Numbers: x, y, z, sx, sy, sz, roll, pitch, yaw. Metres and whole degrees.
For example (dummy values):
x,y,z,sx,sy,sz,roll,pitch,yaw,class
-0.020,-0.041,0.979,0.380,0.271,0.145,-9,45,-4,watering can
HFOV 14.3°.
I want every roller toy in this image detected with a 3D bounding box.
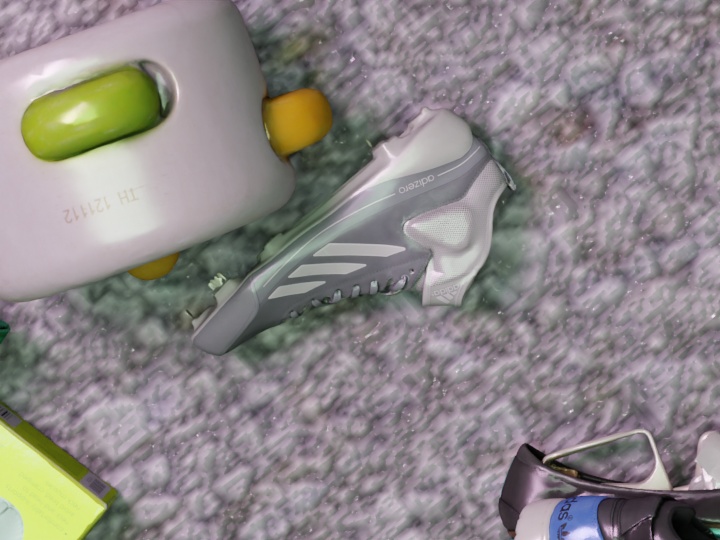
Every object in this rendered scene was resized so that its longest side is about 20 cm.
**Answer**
x,y,z,sx,sy,sz,roll,pitch,yaw,class
-0.132,-0.062,1.567,0.182,0.200,0.140,-15,97,41,roller toy

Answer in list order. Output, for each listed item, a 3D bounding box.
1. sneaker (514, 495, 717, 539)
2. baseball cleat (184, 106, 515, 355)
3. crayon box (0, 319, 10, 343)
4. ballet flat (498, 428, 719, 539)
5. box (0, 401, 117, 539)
x,y,z,sx,sy,sz,roll,pitch,yaw,class
0.170,0.208,1.594,0.111,0.077,0.200,-8,118,29,sneaker
0.000,0.000,1.619,0.200,0.070,0.106,-42,92,9,baseball cleat
-0.314,0.026,1.630,0.200,0.058,0.119,34,97,14,crayon box
0.178,0.124,1.624,0.200,0.068,0.068,1,89,4,ballet flat
-0.250,0.173,1.672,0.122,0.048,0.200,38,98,-1,box
